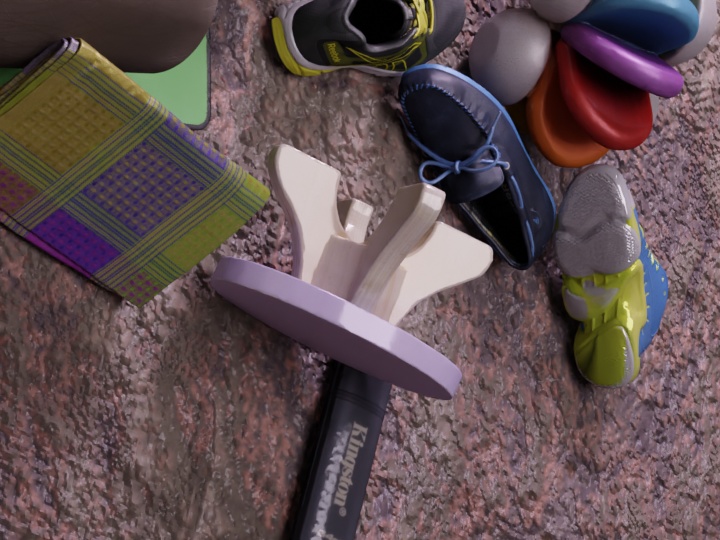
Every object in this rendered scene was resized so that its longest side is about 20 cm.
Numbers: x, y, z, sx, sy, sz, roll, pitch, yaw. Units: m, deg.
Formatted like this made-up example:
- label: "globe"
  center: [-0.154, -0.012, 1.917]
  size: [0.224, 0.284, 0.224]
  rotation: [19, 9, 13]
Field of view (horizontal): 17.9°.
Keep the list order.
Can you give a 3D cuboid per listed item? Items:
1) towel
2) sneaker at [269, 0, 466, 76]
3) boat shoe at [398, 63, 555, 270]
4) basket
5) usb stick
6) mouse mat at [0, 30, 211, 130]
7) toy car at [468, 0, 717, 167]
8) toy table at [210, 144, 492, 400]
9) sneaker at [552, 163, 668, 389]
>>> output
- label: "towel"
  center: [-0.173, -0.065, 1.529]
  size: [0.200, 0.144, 0.023]
  rotation: [37, 27, -34]
- label: "sneaker"
  center: [0.024, -0.187, 1.775]
  size: [0.200, 0.084, 0.075]
  rotation: [-18, 97, -45]
- label: "boat shoe"
  center: [0.099, -0.081, 1.833]
  size: [0.200, 0.084, 0.069]
  rotation: [45, 43, -28]
- label: "basket"
  center: [-0.200, -0.205, 1.513]
  size: [0.200, 0.136, 0.181]
  rotation: [10, 96, -48]
- label: "usb stick"
  center: [-0.014, 0.142, 1.721]
  size: [0.055, 0.033, 0.201]
  rotation: [33, 62, -38]
- label: "mouse mat"
  center: [-0.183, -0.188, 1.622]
  size: [0.200, 0.008, 0.162]
  rotation: [7, 78, -45]
- label: "toy car"
  center: [0.201, -0.173, 1.863]
  size: [0.175, 0.200, 0.150]
  rotation: [20, 26, -30]
- label: "toy table"
  center: [0.000, 0.000, 1.670]
  size: [0.200, 0.184, 0.117]
  rotation: [30, 76, -30]
- label: "sneaker"
  center: [0.215, -0.006, 1.941]
  size: [0.105, 0.076, 0.201]
  rotation: [-38, 131, -54]
